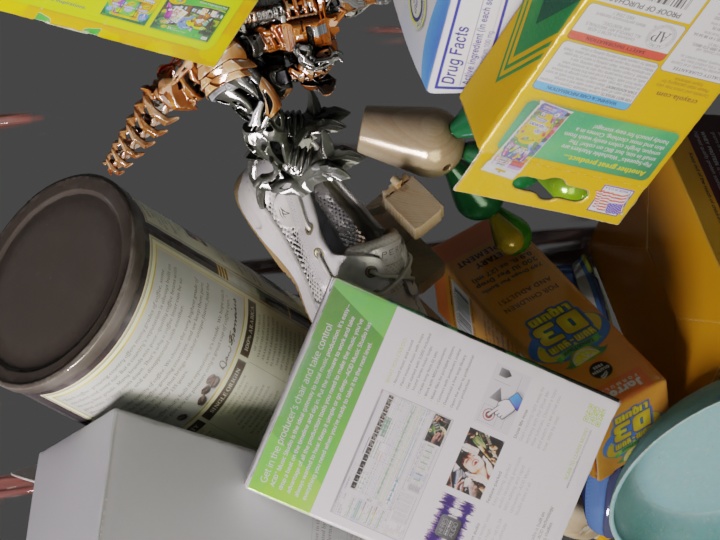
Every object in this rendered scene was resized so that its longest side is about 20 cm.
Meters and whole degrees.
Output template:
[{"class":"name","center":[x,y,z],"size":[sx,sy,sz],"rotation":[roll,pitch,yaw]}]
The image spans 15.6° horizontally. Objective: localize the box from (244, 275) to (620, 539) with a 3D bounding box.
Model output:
[{"class":"box","center":[0.044,0.107,1.649],"size":[0.199,0.036,0.145],"rotation":[24,89,-5]}]

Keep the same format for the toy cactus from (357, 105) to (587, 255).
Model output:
[{"class":"toy cactus","center":[0.083,-0.085,1.701],"size":[0.164,0.103,0.200],"rotation":[12,157,1]}]

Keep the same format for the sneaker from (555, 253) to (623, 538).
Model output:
[{"class":"sneaker","center":[0.146,0.093,1.851],"size":[0.082,0.201,0.074],"rotation":[-11,163,6]}]

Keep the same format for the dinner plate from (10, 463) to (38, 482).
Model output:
[{"class":"dinner plate","center":[-0.148,0.159,1.856],"size":[0.199,0.200,0.024],"rotation":[16,87,-33]}]

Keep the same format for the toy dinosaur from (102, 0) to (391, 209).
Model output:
[{"class":"toy dinosaur","center":[-0.065,-0.120,1.618],"size":[0.199,0.102,0.136],"rotation":[-22,117,27]}]

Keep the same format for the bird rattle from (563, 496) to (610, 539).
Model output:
[{"class":"bird rattle","center":[0.118,0.125,1.902],"size":[0.113,0.163,0.200],"rotation":[-46,144,6]}]

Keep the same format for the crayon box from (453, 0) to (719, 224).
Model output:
[{"class":"crayon box","center":[0.146,-0.121,1.542],"size":[0.125,0.052,0.200],"rotation":[10,132,-29]}]

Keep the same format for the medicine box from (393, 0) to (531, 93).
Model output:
[{"class":"medicine box","center":[0.136,-0.206,1.562],"size":[0.199,0.103,0.183],"rotation":[-2,138,-16]}]

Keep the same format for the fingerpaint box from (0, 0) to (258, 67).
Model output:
[{"class":"fingerpaint box","center":[-0.136,-0.217,1.477],"size":[0.199,0.074,0.167],"rotation":[12,133,-30]}]

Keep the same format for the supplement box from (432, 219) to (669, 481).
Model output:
[{"class":"supplement box","center":[0.126,0.048,1.764],"size":[0.066,0.200,0.069],"rotation":[-27,139,-18]}]

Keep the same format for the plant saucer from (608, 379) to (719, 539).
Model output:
[{"class":"plant saucer","center":[0.252,0.122,1.718],"size":[0.199,0.036,0.201],"rotation":[-12,142,-9]}]

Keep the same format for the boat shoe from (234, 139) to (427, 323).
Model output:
[{"class":"boat shoe","center":[0.000,0.000,1.688],"size":[0.069,0.200,0.071],"rotation":[-42,175,38]}]

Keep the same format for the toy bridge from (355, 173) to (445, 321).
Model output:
[{"class":"toy bridge","center":[0.026,-0.015,1.762],"size":[0.027,0.067,0.200],"rotation":[-39,159,-16]}]

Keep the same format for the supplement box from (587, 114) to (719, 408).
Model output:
[{"class":"supplement box","center":[0.292,0.010,1.789],"size":[0.199,0.198,0.133],"rotation":[1,137,-21]}]

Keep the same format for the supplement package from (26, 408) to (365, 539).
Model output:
[{"class":"supplement package","center":[-0.103,0.181,1.690],"size":[0.199,0.118,0.117],"rotation":[19,153,-27]}]

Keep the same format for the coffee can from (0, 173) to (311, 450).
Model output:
[{"class":"coffee can","center":[-0.133,0.045,1.719],"size":[0.146,0.147,0.200],"rotation":[-36,136,22]}]
